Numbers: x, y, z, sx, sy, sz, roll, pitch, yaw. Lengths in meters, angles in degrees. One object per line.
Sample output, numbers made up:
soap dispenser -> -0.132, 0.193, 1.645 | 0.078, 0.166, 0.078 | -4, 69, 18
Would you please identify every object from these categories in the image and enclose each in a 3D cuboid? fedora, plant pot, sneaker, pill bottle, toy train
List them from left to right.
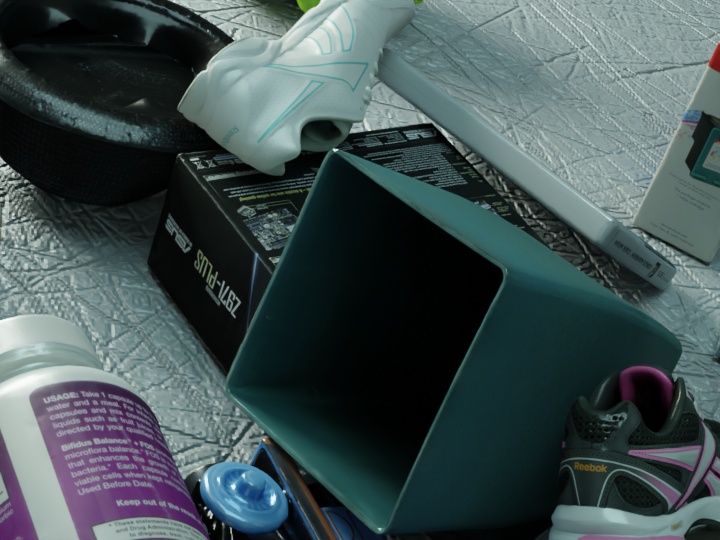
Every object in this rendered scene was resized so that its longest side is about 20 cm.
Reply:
pill bottle -> -0.135, 0.117, 0.854 | 0.111, 0.113, 0.201 | -2, 42, -29
fedora -> -0.159, -0.102, 1.143 | 0.199, 0.092, 0.201 | 17, 34, -12
sneaker -> -0.023, -0.116, 1.113 | 0.080, 0.071, 0.200 | 46, 48, 7
toy train -> -0.018, 0.169, 0.878 | 0.113, 0.087, 0.200 | 5, 35, -36
plant pot -> 0.064, 0.046, 0.953 | 0.199, 0.142, 0.141 | 12, 18, -46
sneaker -> 0.152, 0.088, 0.909 | 0.080, 0.087, 0.200 | 1, 5, 22

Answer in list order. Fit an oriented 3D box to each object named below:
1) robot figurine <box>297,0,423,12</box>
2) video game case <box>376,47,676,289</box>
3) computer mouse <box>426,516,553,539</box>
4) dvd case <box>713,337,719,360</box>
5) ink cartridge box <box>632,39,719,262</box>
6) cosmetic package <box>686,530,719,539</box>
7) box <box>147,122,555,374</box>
robot figurine -> -0.037, -0.269, 1.403 | 0.198, 0.116, 0.176 | 14, 30, -10
video game case -> 0.111, -0.064, 1.218 | 0.200, 0.023, 0.182 | 39, 6, 23
computer mouse -> 0.110, 0.133, 1.018 | 0.139, 0.046, 0.200 | 25, 24, 18
dvd case -> 0.349, 0.061, 1.256 | 0.199, 0.022, 0.146 | 27, 36, 6
ink cartridge box -> 0.274, -0.120, 1.297 | 0.067, 0.201, 0.116 | 28, 36, 10
cosmetic package -> 0.148, 0.196, 0.907 | 0.198, 0.104, 0.087 | -6, 42, -31
box -> 0.000, 0.000, 1.097 | 0.199, 0.087, 0.164 | -11, 45, -37
